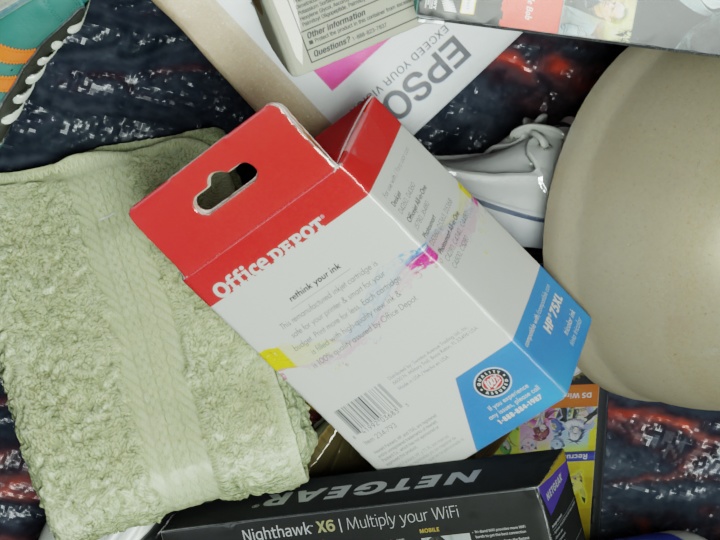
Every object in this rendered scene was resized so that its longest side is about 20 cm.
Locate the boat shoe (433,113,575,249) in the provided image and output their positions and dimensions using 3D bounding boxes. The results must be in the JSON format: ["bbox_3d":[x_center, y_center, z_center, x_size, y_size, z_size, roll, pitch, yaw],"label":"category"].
[{"bbox_3d":[0.095,-0.048,1.384,0.200,0.074,0.066,6,104,-38],"label":"boat shoe"}]

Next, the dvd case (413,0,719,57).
[{"bbox_3d":[0.132,-0.171,1.219,0.199,0.022,0.146,7,111,-4],"label":"dvd case"}]

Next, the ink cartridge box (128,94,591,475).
[{"bbox_3d":[0.000,0.000,1.304,0.116,0.067,0.200,-34,108,34],"label":"ink cartridge box"}]

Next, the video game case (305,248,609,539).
[{"bbox_3d":[0.034,0.074,1.448,0.199,0.026,0.181,-1,107,-11],"label":"video game case"}]

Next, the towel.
[{"bbox_3d":[-0.113,0.029,1.349,0.148,0.037,0.201,-15,71,-3],"label":"towel"}]

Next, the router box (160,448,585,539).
[{"bbox_3d":[0.018,0.178,1.324,0.199,0.052,0.158,-8,106,21],"label":"router box"}]

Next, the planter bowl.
[{"bbox_3d":[0.206,-0.018,1.347,0.200,0.135,0.201,-15,112,-41],"label":"planter bowl"}]

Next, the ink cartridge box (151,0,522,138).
[{"bbox_3d":[0.005,-0.163,1.342,0.200,0.075,0.165,-43,108,4],"label":"ink cartridge box"}]

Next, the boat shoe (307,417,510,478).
[{"bbox_3d":[-0.004,0.105,1.413,0.201,0.063,0.073,-41,102,-4],"label":"boat shoe"}]

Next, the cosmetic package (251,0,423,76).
[{"bbox_3d":[-0.026,-0.203,1.240,0.105,0.071,0.200,-22,113,-5],"label":"cosmetic package"}]

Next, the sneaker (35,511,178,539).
[{"bbox_3d":[-0.126,0.114,1.416,0.200,0.074,0.079,-46,74,13],"label":"sneaker"}]

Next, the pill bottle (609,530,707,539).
[{"bbox_3d":[0.140,0.197,1.439,0.200,0.112,0.112,-5,110,-34],"label":"pill bottle"}]

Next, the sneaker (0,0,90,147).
[{"bbox_3d":[-0.181,-0.105,1.321,0.200,0.071,0.080,-29,118,21],"label":"sneaker"}]
